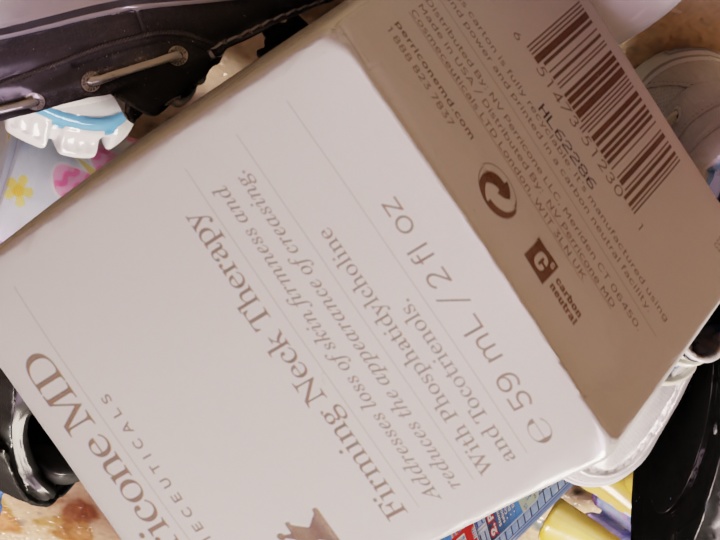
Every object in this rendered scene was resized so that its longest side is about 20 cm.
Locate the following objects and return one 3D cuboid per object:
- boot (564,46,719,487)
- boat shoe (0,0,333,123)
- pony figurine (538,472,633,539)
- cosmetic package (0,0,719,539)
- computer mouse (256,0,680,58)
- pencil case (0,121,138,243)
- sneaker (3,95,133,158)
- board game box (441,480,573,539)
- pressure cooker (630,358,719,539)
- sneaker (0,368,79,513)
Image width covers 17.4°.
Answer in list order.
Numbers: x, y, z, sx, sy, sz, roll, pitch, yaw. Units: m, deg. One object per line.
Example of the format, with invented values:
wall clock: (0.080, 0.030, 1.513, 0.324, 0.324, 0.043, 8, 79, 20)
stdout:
boot: (0.117, 0.017, 0.947, 0.073, 0.096, 0.201, 5, 116, -11)
boat shoe: (-0.084, -0.090, 0.874, 0.198, 0.072, 0.068, -14, 114, -13)
pony figurine: (0.187, 0.169, 1.169, 0.199, 0.167, 0.193, 29, 168, 11)
cosmetic package: (0.000, 0.000, 0.852, 0.199, 0.166, 0.168, -31, 98, 34)
computer mouse: (0.060, -0.101, 0.908, 0.109, 0.044, 0.199, 32, 137, -29)
pencil case: (-0.073, -0.009, 1.011, 0.199, 0.091, 0.083, 17, 148, -18)
sneaker: (-0.165, -0.115, 0.916, 0.199, 0.075, 0.087, 14, 138, -24)
board game box: (-0.010, 0.114, 1.086, 0.199, 0.200, 0.062, -12, 105, 23)
pressure cooker: (0.230, 0.085, 1.020, 0.198, 0.180, 0.176, 11, 141, -5)
sneaker: (-0.154, 0.083, 1.007, 0.110, 0.077, 0.201, 15, 136, 14)
